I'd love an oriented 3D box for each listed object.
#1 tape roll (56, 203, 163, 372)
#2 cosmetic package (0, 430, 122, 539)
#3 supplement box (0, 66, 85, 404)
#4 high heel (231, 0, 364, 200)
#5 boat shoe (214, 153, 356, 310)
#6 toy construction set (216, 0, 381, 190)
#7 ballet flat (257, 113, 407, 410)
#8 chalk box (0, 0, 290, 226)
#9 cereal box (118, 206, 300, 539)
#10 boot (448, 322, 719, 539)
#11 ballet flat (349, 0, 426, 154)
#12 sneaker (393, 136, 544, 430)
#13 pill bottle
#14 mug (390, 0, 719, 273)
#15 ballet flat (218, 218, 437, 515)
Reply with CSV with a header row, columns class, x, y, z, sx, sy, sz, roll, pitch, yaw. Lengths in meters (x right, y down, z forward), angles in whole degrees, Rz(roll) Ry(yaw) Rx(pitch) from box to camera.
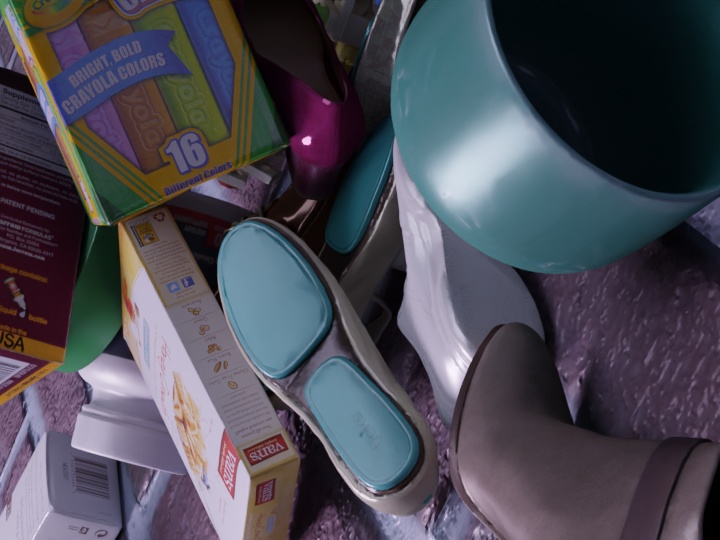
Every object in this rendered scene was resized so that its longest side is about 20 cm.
class,x,y,z,sx,sy,sz,roll,pitch,yaw
tape roll,-0.212,-0.027,1.086,0.200,0.048,0.202,-32,49,46
cosmetic package,-0.283,0.250,1.301,0.201,0.074,0.102,-57,29,26
supplement box,-0.252,-0.023,1.017,0.110,0.085,0.202,-29,51,48
high heel,-0.039,-0.150,0.920,0.096,0.067,0.201,111,142,-58
boat shoe,-0.059,-0.005,1.011,0.201,0.073,0.076,-65,26,16
toy construction set,-0.036,-0.144,1.051,0.200,0.092,0.131,-51,31,16
ballet flat,0.000,0.000,0.904,0.201,0.069,0.069,-61,27,11
chalk box,-0.144,-0.142,0.893,0.201,0.123,0.124,66,169,-6
cereal box,-0.101,0.078,0.938,0.201,0.039,0.144,60,157,29
boot,0.107,0.098,0.633,0.146,0.070,0.202,-28,51,48
ballet flat,0.043,-0.158,0.923,0.062,0.067,0.202,24,103,33
sneaker,0.045,-0.006,0.818,0.089,0.075,0.201,119,154,-47
pill bottle,-0.147,0.046,1.105,0.119,0.119,0.202,-1,74,63
mug,0.103,-0.078,0.676,0.114,0.184,0.153,-39,65,52
ballet flat,-0.016,0.055,0.827,0.070,0.069,0.201,-54,54,32
